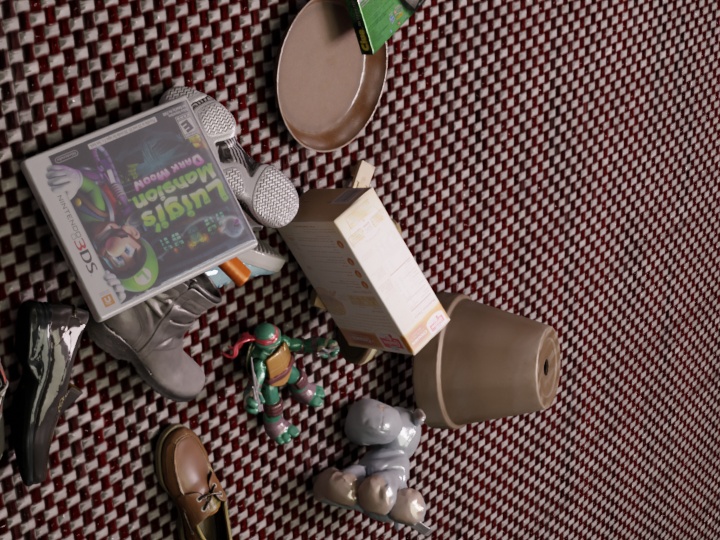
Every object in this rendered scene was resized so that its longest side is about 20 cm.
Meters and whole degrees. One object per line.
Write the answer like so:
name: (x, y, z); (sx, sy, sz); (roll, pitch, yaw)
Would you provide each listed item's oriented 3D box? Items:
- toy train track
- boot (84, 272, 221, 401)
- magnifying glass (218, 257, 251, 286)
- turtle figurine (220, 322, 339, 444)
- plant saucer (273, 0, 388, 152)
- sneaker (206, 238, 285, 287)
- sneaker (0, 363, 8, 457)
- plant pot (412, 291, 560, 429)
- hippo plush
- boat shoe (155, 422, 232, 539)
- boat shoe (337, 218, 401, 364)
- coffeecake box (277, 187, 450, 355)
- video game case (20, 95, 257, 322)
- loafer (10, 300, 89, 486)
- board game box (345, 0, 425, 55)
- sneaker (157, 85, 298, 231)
toy train track: (-0.028, -0.047, 1.748); (0.114, 0.032, 0.202); (25, 78, -31)
boot: (-0.204, 0.065, 1.504); (0.131, 0.070, 0.200); (-37, 140, 10)
magnifying glass: (-0.197, -0.058, 1.476); (0.200, 0.022, 0.080); (44, 35, -16)
turtle figurine: (-0.098, 0.125, 1.682); (0.149, 0.101, 0.201); (-34, 145, -18)
plant saucer: (-0.041, -0.249, 1.654); (0.199, 0.032, 0.202); (-21, 120, -43)
sneaker: (-0.175, -0.008, 1.573); (0.199, 0.074, 0.082); (12, 113, -48)
sneaker: (-0.392, 0.123, 1.348); (0.077, 0.081, 0.202); (-32, 126, -38)
plant pot: (0.188, 0.133, 1.918); (0.200, 0.172, 0.203); (-8, 99, -64)
hippo plush: (0.045, 0.264, 1.855); (0.199, 0.159, 0.162); (26, 73, -32)
boat shoe: (-0.195, 0.278, 1.650); (0.072, 0.068, 0.202); (-36, 128, -33)
boat shoe: (0.025, 0.029, 1.816); (0.076, 0.071, 0.202); (6, 100, -62)
coffeecake box: (0.000, 0.000, 1.656); (0.073, 0.153, 0.201); (-41, 112, -25)
video game case: (-0.230, -0.068, 1.410); (0.199, 0.023, 0.183); (-27, 91, -29)
loafer: (-0.329, 0.132, 1.422); (0.072, 0.073, 0.202); (1, 105, -29)
board game box: (0.043, -0.366, 1.681); (0.200, 0.023, 0.106); (-50, 135, -40)
sneaker: (-0.165, -0.118, 1.531); (0.200, 0.115, 0.075); (45, 66, -11)
